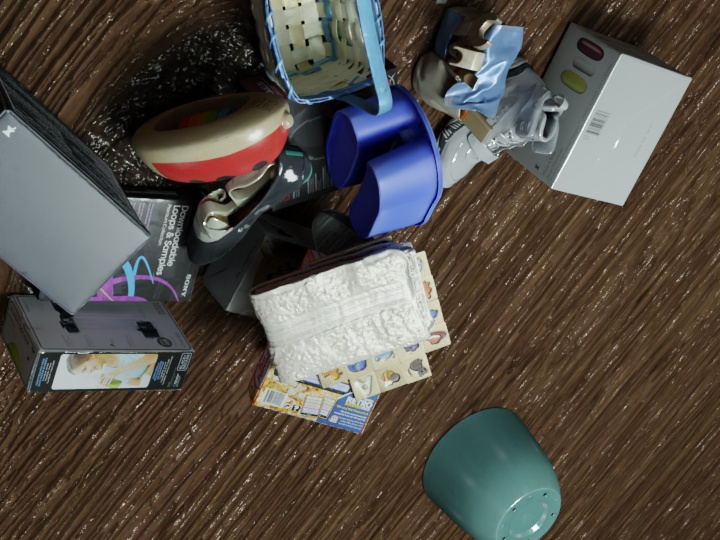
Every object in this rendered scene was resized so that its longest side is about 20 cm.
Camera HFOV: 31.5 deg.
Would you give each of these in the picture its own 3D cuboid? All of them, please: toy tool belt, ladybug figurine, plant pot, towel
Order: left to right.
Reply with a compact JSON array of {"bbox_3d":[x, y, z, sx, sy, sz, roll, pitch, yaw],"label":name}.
[{"bbox_3d":[-0.159,-0.144,1.413,0.136,0.199,0.072,-50,129,-50],"label":"ladybug figurine"},{"bbox_3d":[-0.018,0.050,1.483,0.199,0.035,0.133,-19,117,-3],"label":"towel"},{"bbox_3d":[0.151,-0.270,1.577,0.124,0.123,0.201,-3,122,-33],"label":"toy tool belt"},{"bbox_3d":[0.226,0.349,2.047,0.200,0.161,0.202,-19,130,-24],"label":"plant pot"}]

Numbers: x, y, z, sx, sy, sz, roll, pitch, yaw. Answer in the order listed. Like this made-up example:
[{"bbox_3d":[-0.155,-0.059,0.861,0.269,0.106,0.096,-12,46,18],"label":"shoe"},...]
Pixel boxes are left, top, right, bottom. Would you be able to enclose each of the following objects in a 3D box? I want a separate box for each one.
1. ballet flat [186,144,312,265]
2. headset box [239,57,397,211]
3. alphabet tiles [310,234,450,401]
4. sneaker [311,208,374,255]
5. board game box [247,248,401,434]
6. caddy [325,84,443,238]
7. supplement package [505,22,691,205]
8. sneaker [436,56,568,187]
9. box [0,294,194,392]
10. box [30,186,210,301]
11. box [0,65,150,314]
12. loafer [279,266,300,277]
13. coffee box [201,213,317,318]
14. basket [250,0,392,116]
[{"bbox_3d":[-0.145,-0.080,1.475,0.200,0.073,0.073,-37,138,21],"label":"ballet flat"},{"bbox_3d":[-0.057,-0.170,1.539,0.199,0.075,0.149,-19,130,-23],"label":"headset box"},{"bbox_3d":[0.015,0.059,1.518,0.165,0.006,0.201,-19,117,-4],"label":"alphabet tiles"},{"bbox_3d":[0.000,0.000,1.593,0.074,0.087,0.200,-39,118,-2],"label":"sneaker"},{"bbox_3d":[-0.030,0.089,1.552,0.151,0.046,0.201,18,110,-20],"label":"board game box"},{"bbox_3d":[0.036,-0.124,1.462,0.104,0.142,0.200,-19,165,-16],"label":"caddy"},{"bbox_3d":[0.324,-0.211,1.746,0.155,0.111,0.201,9,115,-39],"label":"supplement package"},{"bbox_3d":[0.182,-0.175,1.668,0.200,0.115,0.075,-52,142,7],"label":"sneaker"},{"bbox_3d":[-0.313,0.086,1.520,0.199,0.117,0.060,3,122,-37],"label":"box"},{"bbox_3d":[-0.279,-0.031,1.515,0.199,0.036,0.144,0,121,-35],"label":"box"},{"bbox_3d":[-0.340,-0.091,1.294,0.123,0.198,0.200,-45,123,1],"label":"box"},{"bbox_3d":[-0.074,0.080,1.607,0.069,0.075,0.201,-5,117,-6],"label":"loafer"},{"bbox_3d":[-0.087,0.006,1.641,0.199,0.080,0.113,17,109,-41],"label":"coffee box"},{"bbox_3d":[-0.036,-0.268,1.384,0.138,0.200,0.177,-20,116,-19],"label":"basket"}]
